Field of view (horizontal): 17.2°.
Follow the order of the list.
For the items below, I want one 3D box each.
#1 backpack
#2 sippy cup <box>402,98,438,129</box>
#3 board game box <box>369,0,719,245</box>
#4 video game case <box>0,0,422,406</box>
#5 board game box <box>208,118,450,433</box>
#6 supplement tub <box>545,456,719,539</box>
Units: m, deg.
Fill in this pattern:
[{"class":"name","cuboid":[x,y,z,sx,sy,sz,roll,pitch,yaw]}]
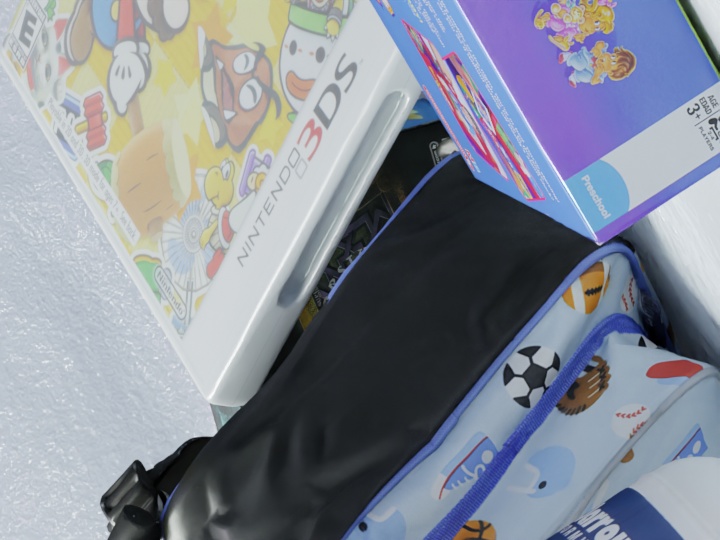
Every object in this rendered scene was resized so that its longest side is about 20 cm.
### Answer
[{"class":"backpack","cuboid":[0.046,0.080,0.789,0.154,0.200,0.191,40,171,31]},{"class":"sippy cup","cuboid":[0.000,0.000,0.989,0.178,0.130,0.140,59,175,-29]},{"class":"board game box","cuboid":[0.011,-0.110,0.581,0.200,0.045,0.134,59,176,-13]},{"class":"video game case","cuboid":[-0.051,-0.087,0.820,0.023,0.182,0.200,3,-142,-38]},{"class":"board game box","cuboid":[0.010,0.052,0.899,0.028,0.135,0.201,-14,93,60]},{"class":"supplement tub","cuboid":[0.073,0.137,0.602,0.145,0.200,0.144,57,176,6]}]
